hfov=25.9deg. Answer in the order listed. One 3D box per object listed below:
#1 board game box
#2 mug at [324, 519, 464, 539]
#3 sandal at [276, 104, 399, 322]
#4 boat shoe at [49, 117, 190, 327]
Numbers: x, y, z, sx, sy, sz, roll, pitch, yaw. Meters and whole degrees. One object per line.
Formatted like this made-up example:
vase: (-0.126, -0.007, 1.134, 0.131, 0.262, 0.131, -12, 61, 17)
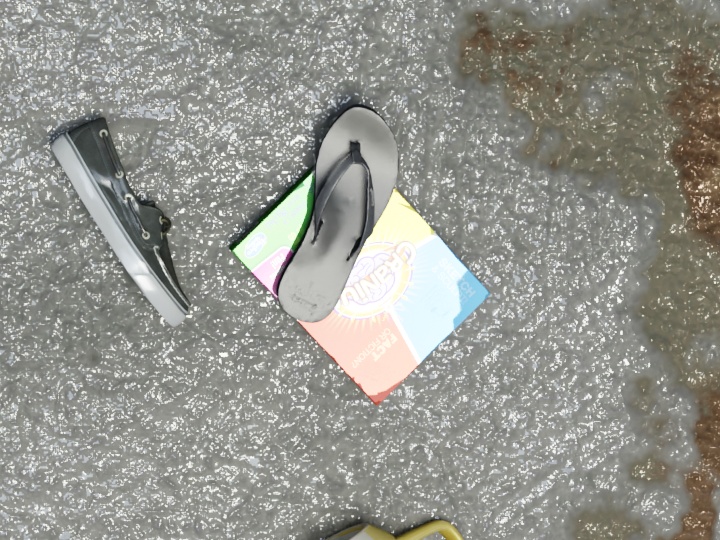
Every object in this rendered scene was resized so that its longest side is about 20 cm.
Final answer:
board game box: (0.000, 0.000, 1.451, 0.153, 0.040, 0.200, -44, 100, -1)
mug: (0.013, 0.316, 1.456, 0.149, 0.186, 0.154, -28, 90, 29)
sandal: (-0.015, -0.048, 1.400, 0.075, 0.043, 0.202, 17, 93, -9)
boat shoe: (-0.204, -0.044, 1.406, 0.056, 0.069, 0.201, -32, 97, -4)
